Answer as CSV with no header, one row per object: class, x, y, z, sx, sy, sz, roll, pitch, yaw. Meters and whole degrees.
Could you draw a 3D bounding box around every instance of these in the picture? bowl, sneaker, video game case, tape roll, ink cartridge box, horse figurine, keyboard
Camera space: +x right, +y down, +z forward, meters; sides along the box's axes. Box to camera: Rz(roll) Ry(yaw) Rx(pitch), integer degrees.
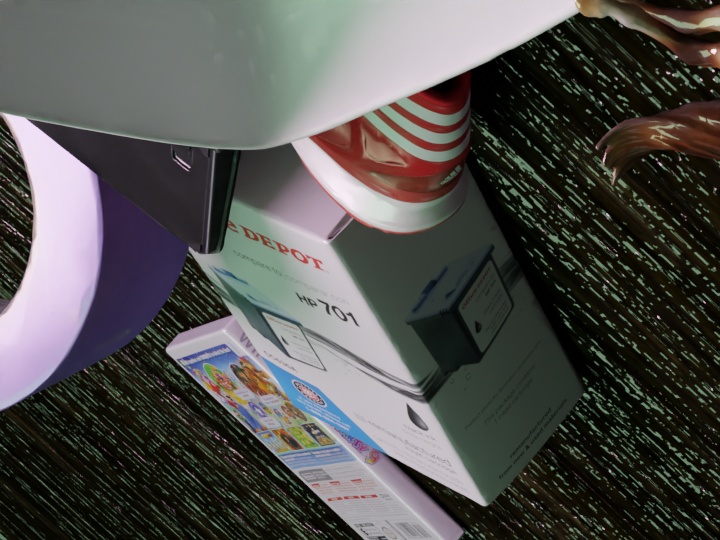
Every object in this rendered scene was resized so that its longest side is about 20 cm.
bowl,-0.033,-0.112,0.789,0.200,0.075,0.199,-22,162,39
sneaker,-0.028,-0.113,0.991,0.200,0.078,0.116,34,145,15
video game case,-0.032,0.107,1.557,0.200,0.018,0.143,44,162,-10
tape roll,-0.178,-0.040,1.072,0.200,0.200,0.085,37,-154,12
ink cartridge box,0.000,0.000,1.138,0.146,0.086,0.200,24,157,42
horse figurine,0.132,-0.081,0.717,0.132,0.050,0.200,22,152,2
keyboard,-0.122,-0.099,0.937,0.200,0.021,0.127,37,148,18
